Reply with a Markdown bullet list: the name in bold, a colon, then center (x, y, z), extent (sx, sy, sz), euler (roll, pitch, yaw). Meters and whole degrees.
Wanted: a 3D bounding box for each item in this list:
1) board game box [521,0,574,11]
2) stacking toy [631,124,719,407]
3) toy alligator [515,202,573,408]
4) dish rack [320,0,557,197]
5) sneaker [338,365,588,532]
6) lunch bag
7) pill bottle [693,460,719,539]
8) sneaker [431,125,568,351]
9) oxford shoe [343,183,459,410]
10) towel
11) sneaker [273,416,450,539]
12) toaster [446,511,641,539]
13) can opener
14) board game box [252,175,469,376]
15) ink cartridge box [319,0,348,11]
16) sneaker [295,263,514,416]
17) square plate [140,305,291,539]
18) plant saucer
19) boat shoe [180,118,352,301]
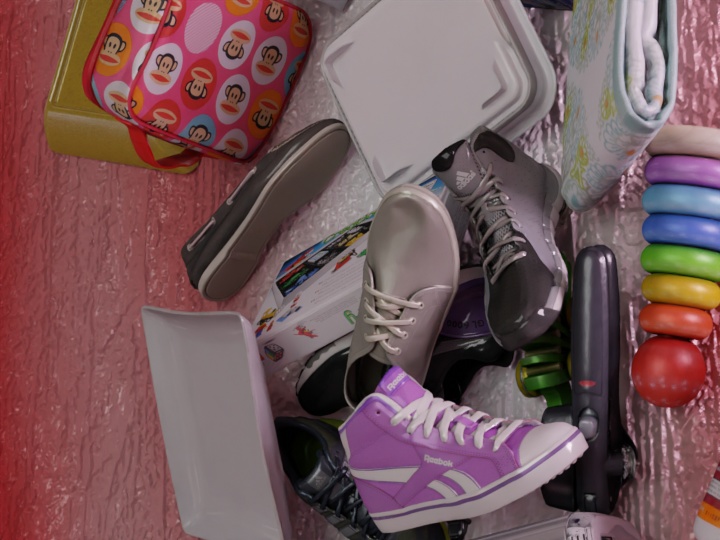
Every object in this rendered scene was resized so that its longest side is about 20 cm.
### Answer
- **board game box**: center (0.084, -0.301, 1.795), extent (0.199, 0.062, 0.202), euler (-7, 72, 36)
- **stacking toy**: center (0.236, 0.000, 1.575), extent (0.085, 0.085, 0.202), euler (4, 84, 39)
- **toy alligator**: center (0.142, 0.028, 1.650), extent (0.059, 0.054, 0.202), euler (-13, 68, 34)
- **dish rack**: center (0.052, -0.158, 1.743), extent (0.200, 0.043, 0.173), euler (-37, 70, 36)
- **sneaker**: center (0.063, 0.118, 1.573), extent (0.200, 0.073, 0.115), euler (-20, 98, 36)
- **lunch bag**: center (-0.139, -0.169, 1.840), extent (0.082, 0.200, 0.177), euler (23, 90, 35)
- **pill bottle**: center (0.310, 0.109, 1.456), extent (0.113, 0.113, 0.201), euler (23, 91, 40)
- **sneaker**: center (0.093, -0.035, 1.614), extent (0.075, 0.115, 0.201), euler (-36, 28, 27)
- **oxford shoe**: center (0.028, 0.030, 1.623), extent (0.075, 0.058, 0.201), euler (20, 122, 16)
- **towel**: center (0.193, -0.164, 1.610), extent (0.048, 0.171, 0.201), euler (9, 69, -5)
- **sneaker**: center (-0.006, 0.181, 1.701), extent (0.200, 0.081, 0.074), euler (38, 100, 39)
- **toaster**: center (0.139, 0.254, 1.544), extent (0.129, 0.113, 0.201), euler (-21, 67, 28)
- **can opener**: center (0.168, 0.082, 1.575), extent (0.078, 0.063, 0.202), euler (4, 100, 11)
- **board game box**: center (0.000, 0.000, 1.731), extent (0.199, 0.035, 0.127), euler (-29, 22, 33)
- **ink cartridge box**: center (-0.099, -0.317, 1.888), extent (0.200, 0.145, 0.084), euler (35, 99, 39)
- **sneaker**: center (0.034, 0.080, 1.709), extent (0.200, 0.076, 0.088), euler (-34, 66, 28)
- **square plate**: center (-0.113, 0.126, 1.757), extent (0.200, 0.028, 0.200), euler (2, 103, 61)
- **plant saucer**: center (-0.210, -0.201, 2.003), extent (0.199, 0.048, 0.201), euler (11, 82, 40)
- **boat shoe**: center (-0.087, -0.063, 1.851), extent (0.200, 0.067, 0.057), euler (-51, 57, 19)
